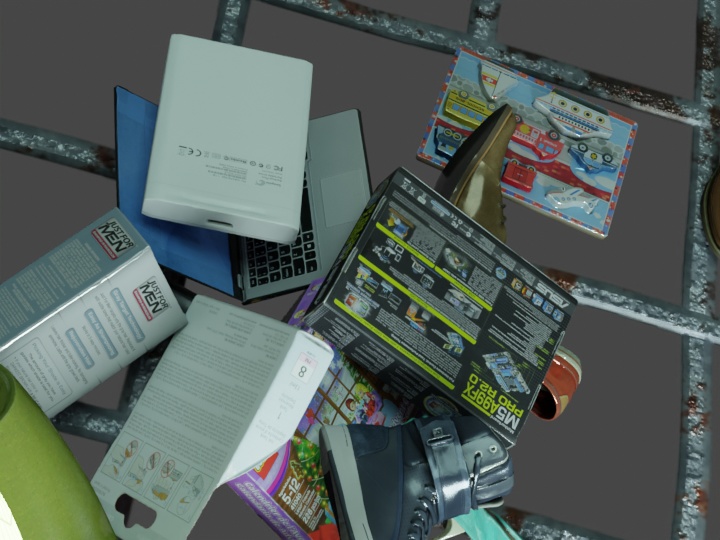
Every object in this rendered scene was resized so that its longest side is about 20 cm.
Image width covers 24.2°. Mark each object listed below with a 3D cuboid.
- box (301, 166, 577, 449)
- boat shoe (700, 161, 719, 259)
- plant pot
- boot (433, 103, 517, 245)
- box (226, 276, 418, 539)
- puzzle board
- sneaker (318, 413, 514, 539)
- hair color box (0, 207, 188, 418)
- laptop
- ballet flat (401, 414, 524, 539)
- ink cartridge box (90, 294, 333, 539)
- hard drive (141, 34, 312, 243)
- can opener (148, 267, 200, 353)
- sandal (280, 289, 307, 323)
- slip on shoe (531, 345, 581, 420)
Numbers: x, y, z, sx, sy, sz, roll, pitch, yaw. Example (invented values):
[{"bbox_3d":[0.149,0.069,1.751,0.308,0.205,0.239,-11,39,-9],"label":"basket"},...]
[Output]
[{"bbox_3d":[0.070,0.034,1.397,0.199,0.044,0.161,36,56,-10],"label":"box"},{"bbox_3d":[0.387,-0.099,1.656,0.071,0.068,0.201,21,57,-5],"label":"boat shoe"},{"bbox_3d":[-0.271,0.165,1.184,0.185,0.201,0.188,-3,38,3],"label":"plant pot"},{"bbox_3d":[0.106,-0.061,1.551,0.075,0.074,0.201,31,69,-11],"label":"boot"},{"bbox_3d":[-0.029,0.122,1.377,0.137,0.039,0.201,48,52,-26],"label":"box"},{"bbox_3d":[0.166,-0.129,1.640,0.199,0.017,0.152,23,57,-3],"label":"puzzle board"},{"bbox_3d":[0.054,0.191,1.271,0.145,0.077,0.203,-5,47,-9],"label":"sneaker"},{"bbox_3d":[-0.244,0.051,1.319,0.199,0.099,0.061,-35,50,-11],"label":"hair color box"},{"bbox_3d":[-0.098,-0.081,1.450,0.198,0.116,0.188,-14,52,7],"label":"laptop"},{"bbox_3d":[0.087,0.213,1.382,0.070,0.067,0.200,-40,91,-2],"label":"ballet flat"},{"bbox_3d":[-0.122,0.125,1.308,0.057,0.162,0.201,30,81,-35],"label":"ink cartridge box"},{"bbox_3d":[-0.112,-0.116,1.451,0.131,0.027,0.201,11,49,-9],"label":"hard drive"},{"bbox_3d":[-0.136,0.045,1.429,0.199,0.079,0.063,26,17,-4],"label":"can opener"},{"bbox_3d":[-0.001,0.001,1.487,0.048,0.075,0.201,45,64,-10],"label":"sandal"},{"bbox_3d":[0.099,0.072,1.467,0.199,0.074,0.062,24,52,-7],"label":"slip on shoe"}]
